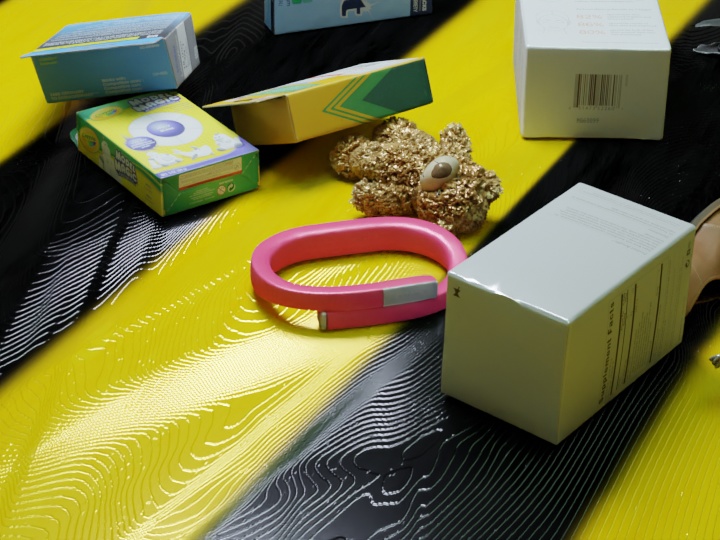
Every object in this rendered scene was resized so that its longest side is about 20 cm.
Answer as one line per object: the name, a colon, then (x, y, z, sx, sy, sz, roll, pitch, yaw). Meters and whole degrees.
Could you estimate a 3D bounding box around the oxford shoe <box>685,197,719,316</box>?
oxford shoe: (0.311, -0.009, 1.753, 0.071, 0.071, 0.200, 42, 42, 11)

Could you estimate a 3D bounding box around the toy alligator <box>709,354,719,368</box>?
toy alligator: (0.382, 0.082, 1.594, 0.199, 0.059, 0.055, -8, 73, -17)

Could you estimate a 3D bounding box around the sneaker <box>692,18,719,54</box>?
sneaker: (0.474, -0.247, 2.157, 0.104, 0.060, 0.200, -17, 29, -30)

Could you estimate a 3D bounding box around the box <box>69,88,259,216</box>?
box: (-0.200, -0.126, 1.943, 0.117, 0.049, 0.200, -19, 34, -31)

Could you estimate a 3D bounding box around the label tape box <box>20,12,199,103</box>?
label tape box: (-0.258, -0.217, 2.021, 0.143, 0.064, 0.200, -6, 16, 8)

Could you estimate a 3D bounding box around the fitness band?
fitness band: (0.000, 0.000, 1.744, 0.199, 0.038, 0.144, -6, 28, -14)

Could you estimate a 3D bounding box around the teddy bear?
teddy bear: (0.051, -0.102, 1.885, 0.144, 0.067, 0.200, -9, 30, -11)

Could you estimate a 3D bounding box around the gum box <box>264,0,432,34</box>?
gum box: (-0.013, -0.371, 2.243, 0.199, 0.171, 0.045, -10, 31, -17)

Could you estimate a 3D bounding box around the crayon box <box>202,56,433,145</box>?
crayon box: (-0.043, -0.168, 1.969, 0.199, 0.052, 0.125, -17, 11, -29)

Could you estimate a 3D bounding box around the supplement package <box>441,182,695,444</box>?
supplement package: (0.172, 0.032, 1.604, 0.121, 0.120, 0.200, 24, 37, 32)

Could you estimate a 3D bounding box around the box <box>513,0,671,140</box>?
box: (0.243, -0.231, 2.071, 0.151, 0.107, 0.200, 1, 30, 2)
